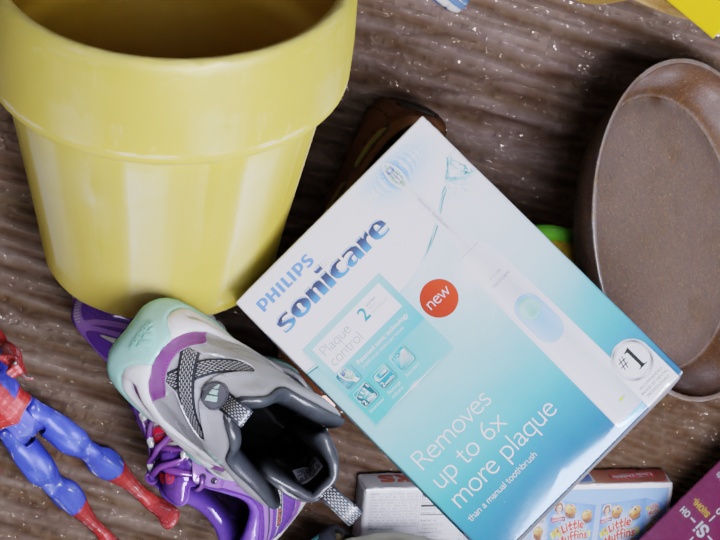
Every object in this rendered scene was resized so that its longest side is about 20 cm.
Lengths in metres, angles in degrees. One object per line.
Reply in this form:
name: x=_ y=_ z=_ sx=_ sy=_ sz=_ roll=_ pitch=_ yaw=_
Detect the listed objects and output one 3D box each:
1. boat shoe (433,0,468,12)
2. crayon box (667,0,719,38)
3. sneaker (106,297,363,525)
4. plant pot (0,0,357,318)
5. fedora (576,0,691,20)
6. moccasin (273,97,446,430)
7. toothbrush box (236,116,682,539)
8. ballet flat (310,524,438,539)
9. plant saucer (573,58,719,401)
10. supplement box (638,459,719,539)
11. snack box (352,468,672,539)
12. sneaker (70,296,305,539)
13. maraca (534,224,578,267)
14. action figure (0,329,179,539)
boat shoe: x=0.014 y=-0.232 z=1.590 sx=0.072 sy=0.072 sz=0.200 roll=-40 pitch=114 yaw=0
crayon box: x=0.163 y=-0.251 z=1.552 sx=0.172 sy=0.200 sz=0.058 roll=38 pitch=135 yaw=-19
sneaker: x=-0.042 y=0.098 z=1.556 sx=0.078 sy=0.140 sz=0.200 roll=-55 pitch=147 yaw=1
plant pot: x=-0.105 y=-0.085 z=1.555 sx=0.200 sy=0.201 sz=0.189 roll=-6 pitch=126 yaw=-13
fedora: x=0.141 y=-0.207 z=1.611 sx=0.200 sy=0.201 sz=0.082 roll=32 pitch=139 yaw=-23
moccasin: x=0.002 y=0.001 z=1.662 sx=0.074 sy=0.078 sz=0.202 roll=25 pitch=102 yaw=-7
toothbrush box: x=0.054 y=0.039 z=1.566 sx=0.146 sy=0.085 sz=0.200 roll=-44 pitch=82 yaw=-3
ballet flat: x=0.050 y=0.199 z=1.733 sx=0.200 sy=0.073 sz=0.073 roll=20 pitch=103 yaw=-20
plant saucer: x=0.183 y=-0.023 z=1.681 sx=0.200 sy=0.034 sz=0.201 roll=4 pitch=85 yaw=-49
supplement box: x=0.240 y=0.208 z=1.776 sx=0.200 sy=0.103 sz=0.131 roll=-44 pitch=134 yaw=3
snack box: x=0.093 y=0.161 z=1.778 sx=0.200 sy=0.024 sz=0.072 roll=0 pitch=110 yaw=-15
sneaker: x=-0.100 y=0.086 z=1.654 sx=0.200 sy=0.081 sz=0.083 roll=52 pitch=52 yaw=-24
maraca: x=0.100 y=0.051 z=1.701 sx=0.137 sy=0.107 sz=0.200 roll=-32 pitch=136 yaw=-3
action figure: x=-0.184 y=0.100 z=1.646 sx=0.065 sy=0.099 sz=0.200 roll=-43 pitch=112 yaw=1
